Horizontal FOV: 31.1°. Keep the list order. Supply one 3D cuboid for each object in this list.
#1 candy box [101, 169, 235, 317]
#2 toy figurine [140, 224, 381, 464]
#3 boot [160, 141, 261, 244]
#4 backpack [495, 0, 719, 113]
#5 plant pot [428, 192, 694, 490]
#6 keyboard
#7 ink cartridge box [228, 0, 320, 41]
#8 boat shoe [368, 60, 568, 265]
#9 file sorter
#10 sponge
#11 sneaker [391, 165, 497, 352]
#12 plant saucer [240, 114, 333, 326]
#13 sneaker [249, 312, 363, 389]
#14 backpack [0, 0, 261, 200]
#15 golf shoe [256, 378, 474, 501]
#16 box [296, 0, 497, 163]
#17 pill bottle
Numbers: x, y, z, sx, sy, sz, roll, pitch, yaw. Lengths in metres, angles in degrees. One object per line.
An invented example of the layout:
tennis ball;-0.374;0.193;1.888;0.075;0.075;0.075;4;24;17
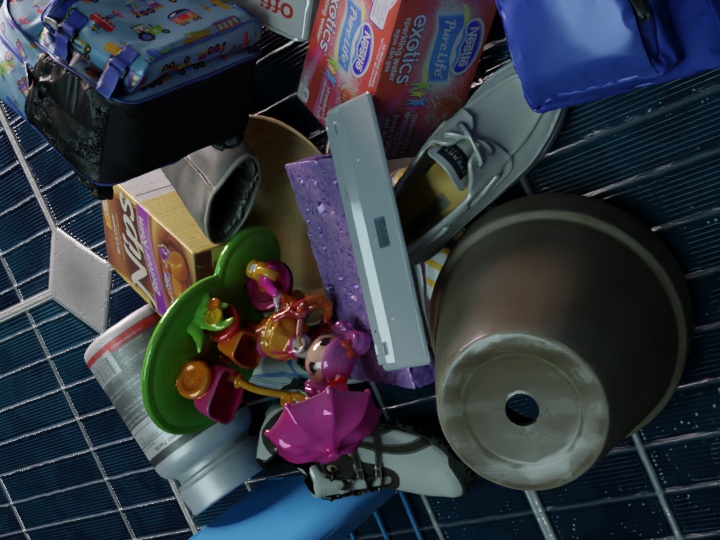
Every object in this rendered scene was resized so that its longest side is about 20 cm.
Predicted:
candy box;-0.183;-0.018;1.244;0.200;0.056;0.117;39;139;44
toy figurine;-0.058;0.080;1.095;0.183;0.150;0.201;22;81;32
boot;-0.155;-0.150;1.148;0.200;0.072;0.183;52;143;40
backpack;0.154;-0.214;0.817;0.162;0.168;0.201;-11;101;31
plant pot;0.129;0.063;0.923;0.199;0.174;0.201;7;111;17
keyboard;0.013;-0.027;0.951;0.056;0.011;0.201;-14;88;48
ink cartridge box;-0.058;-0.303;1.016;0.146;0.086;0.201;30;129;29
boat shoe;0.078;-0.082;0.963;0.200;0.070;0.071;-45;79;15
file sorter;-0.047;0.283;1.255;0.199;0.139;0.123;-12;105;44
sponge;0.000;0.000;1.076;0.111;0.030;0.201;4;113;62
sneaker;0.089;0.002;1.041;0.090;0.075;0.201;-19;98;48
plant saucer;-0.070;-0.048;1.184;0.199;0.035;0.202;19;121;34
sneaker;-0.061;0.083;1.228;0.199;0.072;0.073;1;143;35
backpack;-0.200;-0.175;1.034;0.200;0.182;0.135;38;132;24
golf shoe;0.000;0.178;1.164;0.199;0.095;0.078;18;143;14
box;0.033;-0.191;0.967;0.100;0.095;0.201;51;138;38
pill bottle;-0.183;0.138;1.319;0.201;0.114;0.114;55;135;5
